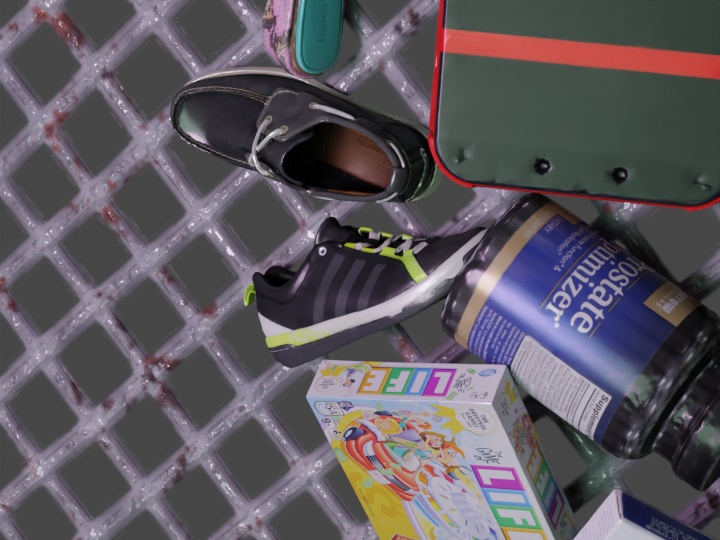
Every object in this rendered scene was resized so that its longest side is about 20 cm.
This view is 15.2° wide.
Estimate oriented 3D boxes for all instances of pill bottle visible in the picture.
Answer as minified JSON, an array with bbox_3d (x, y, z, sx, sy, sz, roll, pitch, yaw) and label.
[{"bbox_3d":[0.160,0.048,1.704,0.200,0.112,0.112,35,118,14],"label":"pill bottle"}]

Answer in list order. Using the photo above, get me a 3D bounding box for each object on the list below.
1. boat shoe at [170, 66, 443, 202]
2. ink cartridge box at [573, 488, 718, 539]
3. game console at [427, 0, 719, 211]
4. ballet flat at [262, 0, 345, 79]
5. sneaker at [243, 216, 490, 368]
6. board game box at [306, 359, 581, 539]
[{"bbox_3d":[-0.045,-0.089,1.799,0.200,0.068,0.072,17,113,24],"label":"boat shoe"},{"bbox_3d":[0.193,0.258,1.739,0.196,0.043,0.200,27,118,-14],"label":"ink cartridge box"},{"bbox_3d":[0.145,-0.130,1.674,0.200,0.031,0.177,6,100,6],"label":"game console"},{"bbox_3d":[-0.034,-0.226,1.759,0.071,0.069,0.200,30,118,39],"label":"ballet flat"},{"bbox_3d":[0.000,0.000,1.797,0.200,0.072,0.083,-25,91,31],"label":"sneaker"},{"bbox_3d":[0.061,0.139,1.770,0.134,0.034,0.200,0,136,28],"label":"board game box"}]
